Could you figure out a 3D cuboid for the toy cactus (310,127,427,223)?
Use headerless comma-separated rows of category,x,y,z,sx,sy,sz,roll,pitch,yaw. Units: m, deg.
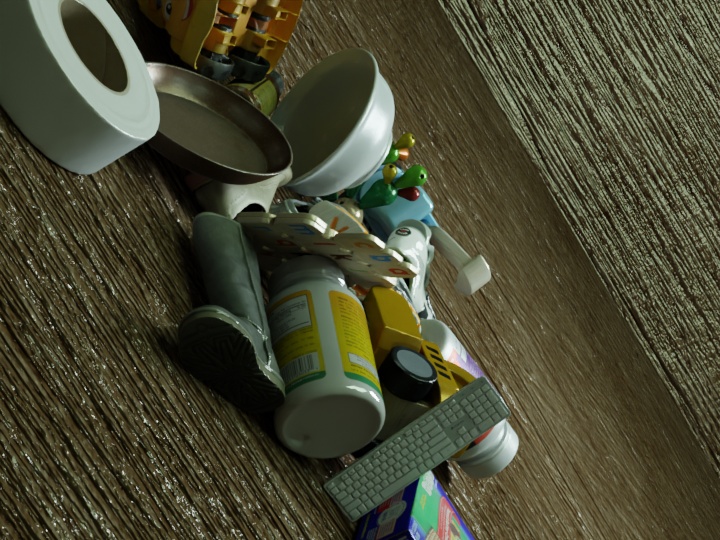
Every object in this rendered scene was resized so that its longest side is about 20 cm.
toy cactus,-0.012,-0.107,1.969,0.102,0.200,0.165,8,95,-76

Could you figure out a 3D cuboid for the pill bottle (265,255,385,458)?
pill bottle,-0.044,0.083,1.582,0.113,0.113,0.200,46,22,-42

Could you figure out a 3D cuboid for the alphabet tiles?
alphabet tiles,-0.045,-0.020,1.638,0.200,0.195,0.015,36,61,-54

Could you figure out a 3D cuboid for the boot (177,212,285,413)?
boot,-0.133,0.020,1.494,0.182,0.072,0.200,62,16,-53

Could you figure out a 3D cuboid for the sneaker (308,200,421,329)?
sneaker,0.000,0.000,1.778,0.200,0.078,0.077,58,16,-23

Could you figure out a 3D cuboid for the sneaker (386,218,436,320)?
sneaker,0.049,0.043,1.939,0.089,0.074,0.200,-43,133,-57

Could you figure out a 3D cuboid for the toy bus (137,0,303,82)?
toy bus,-0.187,-0.318,1.789,0.192,0.136,0.200,31,18,17

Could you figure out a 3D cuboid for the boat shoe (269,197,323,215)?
boat shoe,-0.067,-0.052,1.815,0.075,0.065,0.202,65,17,13

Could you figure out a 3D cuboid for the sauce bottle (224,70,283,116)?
sauce bottle,-0.132,-0.209,1.880,0.066,0.066,0.200,59,17,-8

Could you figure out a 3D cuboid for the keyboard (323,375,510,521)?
keyboard,0.058,0.183,1.574,0.056,0.200,0.011,54,5,-18

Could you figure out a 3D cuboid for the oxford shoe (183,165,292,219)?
oxford shoe,-0.126,-0.086,1.706,0.200,0.070,0.075,-20,85,-63

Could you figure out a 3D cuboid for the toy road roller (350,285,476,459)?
toy road roller,0.052,0.125,1.667,0.146,0.123,0.200,19,26,-26

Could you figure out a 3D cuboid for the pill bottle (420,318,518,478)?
pill bottle,0.111,0.165,1.910,0.200,0.111,0.112,51,19,-29

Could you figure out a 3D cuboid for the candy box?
candy box,0.081,0.328,1.614,0.200,0.077,0.169,59,16,-11

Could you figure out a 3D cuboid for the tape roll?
tape roll,-0.273,-0.193,1.427,0.203,0.071,0.203,52,19,-27

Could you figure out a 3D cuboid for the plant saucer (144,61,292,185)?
plant saucer,-0.166,-0.149,1.615,0.200,0.035,0.200,25,26,-13

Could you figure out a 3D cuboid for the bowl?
bowl,-0.026,-0.162,1.860,0.090,0.201,0.201,38,26,-31

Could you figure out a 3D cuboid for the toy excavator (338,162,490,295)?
toy excavator,0.072,-0.052,2.007,0.195,0.100,0.200,56,-15,-8
